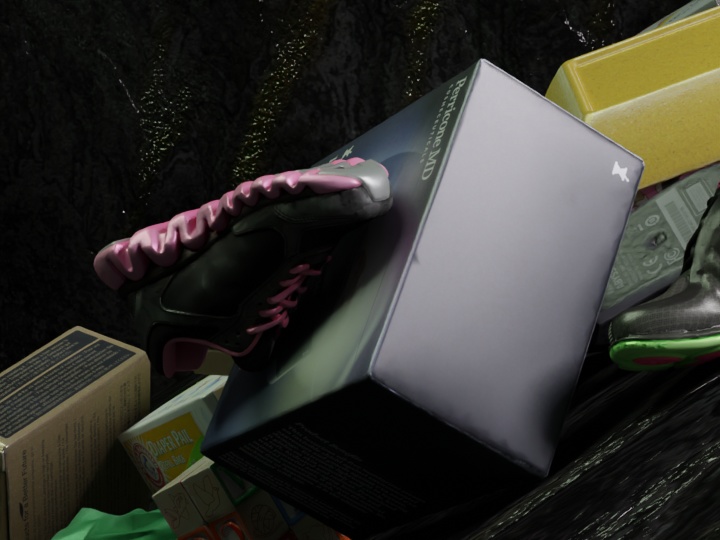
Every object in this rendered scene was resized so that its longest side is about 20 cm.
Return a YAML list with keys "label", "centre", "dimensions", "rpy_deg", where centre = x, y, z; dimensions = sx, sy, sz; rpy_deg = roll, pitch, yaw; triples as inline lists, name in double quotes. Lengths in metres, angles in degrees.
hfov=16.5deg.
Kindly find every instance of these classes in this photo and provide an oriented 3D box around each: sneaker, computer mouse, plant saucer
- label: "sneaker"
  centre: [-0.053, 0.003, 1.329]
  dimensions: [0.199, 0.096, 0.079]
  rpy_deg: [-23, -7, 40]
- label: "computer mouse"
  centre: [0.164, 0.005, 1.452]
  dimensions: [0.199, 0.053, 0.139]
  rpy_deg: [-27, 34, 10]
- label: "sneaker"
  centre: [0.197, -0.012, 1.293]
  dimensions: [0.199, 0.084, 0.077]
  rpy_deg: [-33, 3, -25]
- label: "plant saucer"
  centre: [0.205, -0.116, 1.558]
  dimensions: [0.199, 0.049, 0.200]
  rpy_deg: [-19, 18, 4]

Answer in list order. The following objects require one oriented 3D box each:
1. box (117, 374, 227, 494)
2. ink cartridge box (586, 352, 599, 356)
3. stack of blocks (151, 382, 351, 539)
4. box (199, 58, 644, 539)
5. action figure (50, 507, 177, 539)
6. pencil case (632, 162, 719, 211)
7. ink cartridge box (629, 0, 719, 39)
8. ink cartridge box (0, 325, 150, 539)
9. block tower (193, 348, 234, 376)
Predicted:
- label: "box"
  centre: [-0.073, 0.120, 1.697]
  dimensions: [0.101, 0.113, 0.200]
  rpy_deg: [-33, 2, -24]
- label: "ink cartridge box"
  centre: [0.194, 0.009, 1.575]
  dimensions: [0.198, 0.058, 0.163]
  rpy_deg: [-11, 4, 3]
- label: "stack of blocks"
  centre: [-0.033, 0.105, 1.487]
  dimensions: [0.058, 0.116, 0.200]
  rpy_deg: [-29, 5, 43]
- label: "box"
  centre: [0.032, 0.020, 1.362]
  dimensions: [0.198, 0.123, 0.201]
  rpy_deg: [-27, 37, 56]
- label: "action figure"
  centre: [-0.132, 0.189, 1.553]
  dimensions: [0.199, 0.055, 0.118]
  rpy_deg: [-12, 38, 42]
- label: "pencil case"
  centre: [0.171, -0.052, 1.618]
  dimensions: [0.199, 0.087, 0.083]
  rpy_deg: [-14, -28, 22]
- label: "ink cartridge box"
  centre: [0.286, -0.141, 1.936]
  dimensions: [0.145, 0.145, 0.200]
  rpy_deg: [-34, 4, -40]
- label: "ink cartridge box"
  centre: [-0.226, 0.165, 1.774]
  dimensions: [0.075, 0.201, 0.165]
  rpy_deg: [20, 32, 28]
- label: "block tower"
  centre: [-0.017, -0.002, 1.498]
  dimensions: [0.199, 0.054, 0.058]
  rpy_deg: [-30, 19, -34]
